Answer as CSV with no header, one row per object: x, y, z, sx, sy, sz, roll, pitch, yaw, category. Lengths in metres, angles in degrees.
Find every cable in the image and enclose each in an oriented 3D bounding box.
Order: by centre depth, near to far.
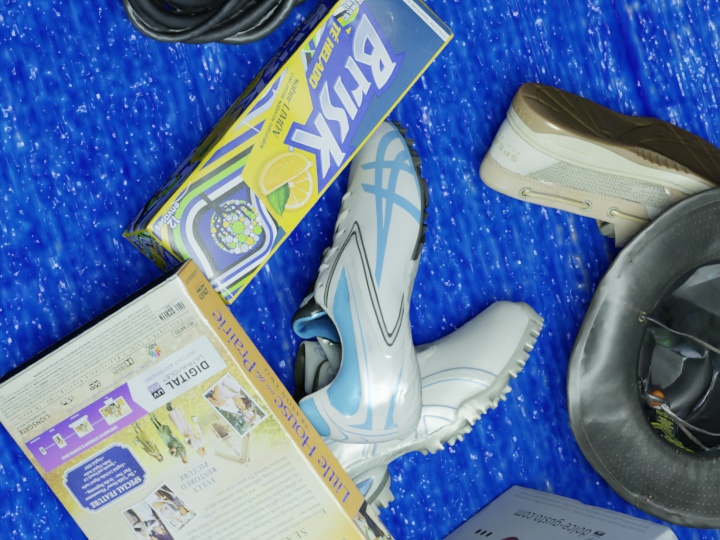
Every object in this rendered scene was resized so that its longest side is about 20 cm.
-0.052,-0.204,1.048,0.200,0.163,0.051,-46,65,-1,cable

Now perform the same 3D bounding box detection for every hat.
0.203,0.045,1.158,0.199,0.081,0.202,-2,101,-11,hat

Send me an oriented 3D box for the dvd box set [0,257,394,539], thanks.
-0.088,0.109,1.039,0.146,0.029,0.200,-31,100,27,dvd box set

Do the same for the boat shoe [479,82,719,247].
0.161,-0.050,1.158,0.199,0.072,0.065,16,120,-28,boat shoe

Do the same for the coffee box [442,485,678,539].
0.096,0.262,1.052,0.197,0.200,0.201,-34,100,-16,coffee box

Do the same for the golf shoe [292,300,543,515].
0.013,0.066,1.098,0.200,0.078,0.097,-40,95,-16,golf shoe

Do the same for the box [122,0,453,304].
-0.040,-0.076,1.084,0.064,0.070,0.200,42,77,-13,box

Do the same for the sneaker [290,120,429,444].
0.000,0.000,1.069,0.072,0.072,0.201,5,58,-3,sneaker
